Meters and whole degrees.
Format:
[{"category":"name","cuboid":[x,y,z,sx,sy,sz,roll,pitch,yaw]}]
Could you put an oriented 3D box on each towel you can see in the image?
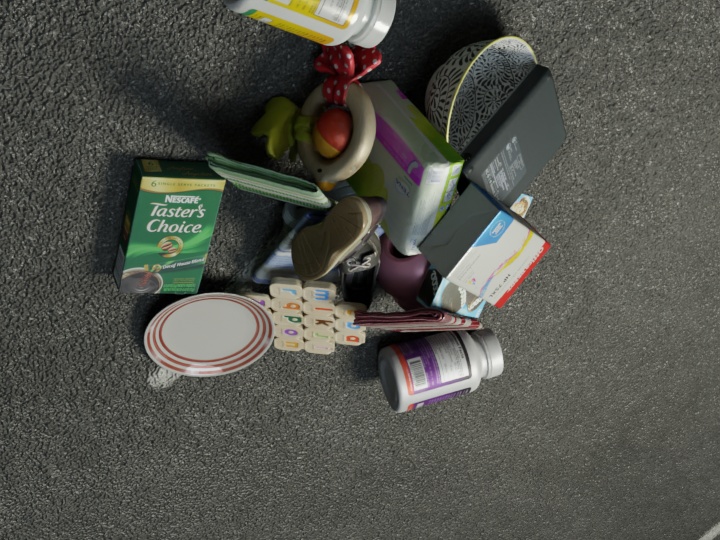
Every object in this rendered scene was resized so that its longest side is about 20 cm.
[{"category":"towel","cuboid":[-0.108,-0.111,1.400,0.200,0.150,0.024,34,72,-82]},{"category":"towel","cuboid":[0.090,0.075,1.619,0.141,0.023,0.199,-2,173,23]},{"category":"towel","cuboid":[-0.059,-0.030,1.579,0.144,0.024,0.200,3,151,-30]}]

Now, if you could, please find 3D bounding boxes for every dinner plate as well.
[{"category":"dinner plate","cuboid":[-0.227,0.093,1.634,0.196,0.025,0.202,-9,141,-7]}]

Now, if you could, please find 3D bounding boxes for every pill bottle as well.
[{"category":"pill bottle","cuboid":[0.137,0.162,1.838,0.196,0.112,0.113,-14,134,-15]},{"category":"pill bottle","cuboid":[-0.058,-0.335,1.293,0.197,0.113,0.114,12,123,-34]}]

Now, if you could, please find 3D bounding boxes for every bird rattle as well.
[{"category":"bird rattle","cuboid":[-0.032,-0.199,1.407,0.199,0.165,0.112,-38,154,23]}]

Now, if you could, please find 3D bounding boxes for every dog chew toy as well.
[{"category":"dog chew toy","cuboid":[0.093,0.011,1.681,0.123,0.126,0.201,-29,143,0]}]

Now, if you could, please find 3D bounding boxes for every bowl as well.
[{"category":"bowl","cuboid":[0.150,-0.230,1.487,0.199,0.093,0.204,-27,130,-37]}]

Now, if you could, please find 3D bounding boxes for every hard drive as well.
[{"category":"hard drive","cuboid":[0.208,-0.164,1.492,0.200,0.033,0.140,-49,141,-17]}]

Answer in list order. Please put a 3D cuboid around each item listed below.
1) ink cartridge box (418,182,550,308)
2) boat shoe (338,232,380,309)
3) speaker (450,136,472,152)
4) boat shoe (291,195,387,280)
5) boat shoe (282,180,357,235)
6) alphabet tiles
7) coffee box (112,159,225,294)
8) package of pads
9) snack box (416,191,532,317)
[{"category":"ink cartridge box","cuboid":[0.179,-0.026,1.470,0.117,0.067,0.199,-51,143,11]},{"category":"boat shoe","cuboid":[0.000,0.000,1.570,0.065,0.058,0.201,-9,154,-4]},{"category":"speaker","cuboid":[0.149,-0.161,1.580,0.196,0.082,0.082,-5,131,-23]},{"category":"boat shoe","cuboid":[-0.029,-0.044,1.456,0.064,0.073,0.200,-14,163,-35]},{"category":"boat shoe","cuboid":[-0.021,-0.093,1.574,0.196,0.073,0.062,-9,158,-15]},{"category":"alphabet tiles","cuboid":[-0.086,0.071,1.646,0.191,0.015,0.201,6,147,2]},{"category":"coffee box","cuboid":[-0.264,-0.057,1.486,0.121,0.044,0.202,1,128,-28]},{"category":"package of pads","cuboid":[0.050,-0.137,1.462,0.067,0.201,0.156,-10,134,-27]},{"category":"snack box","cuboid":[0.167,-0.033,1.589,0.115,0.037,0.203,9,109,-44]}]
